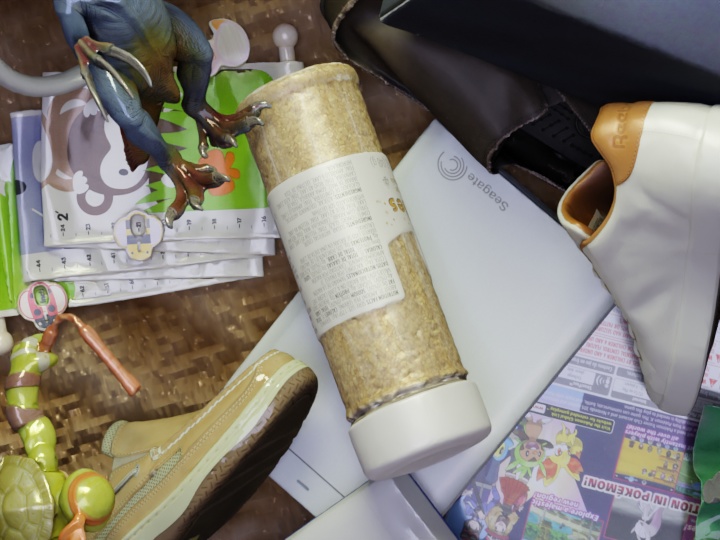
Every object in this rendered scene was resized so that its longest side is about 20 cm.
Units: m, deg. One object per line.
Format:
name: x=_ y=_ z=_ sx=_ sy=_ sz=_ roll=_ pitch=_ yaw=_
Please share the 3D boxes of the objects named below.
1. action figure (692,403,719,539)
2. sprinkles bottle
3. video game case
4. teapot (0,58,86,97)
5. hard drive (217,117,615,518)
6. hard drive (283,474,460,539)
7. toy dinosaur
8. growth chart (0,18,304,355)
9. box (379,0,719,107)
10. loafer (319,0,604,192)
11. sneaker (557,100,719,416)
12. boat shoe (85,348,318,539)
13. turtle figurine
action figure: x=0.270 y=0.129 z=1.144 sx=0.198 sy=0.055 sz=0.119 roll=0 pitch=96 yaw=-14
sprinkles bottle: x=0.000 y=0.000 z=1.109 sx=0.068 sy=0.068 sz=0.201 roll=-22 pitch=79 yaw=5
video game case: x=0.157 y=0.085 z=1.174 sx=0.198 sy=0.023 sz=0.184 roll=14 pitch=96 yaw=0
teapot: x=-0.148 y=-0.220 z=1.095 sx=0.145 sy=0.200 sz=0.199 roll=9 pitch=54 yaw=-32
hard drive: x=0.028 y=0.041 z=1.158 sx=0.132 sy=0.027 sz=0.200 roll=40 pitch=100 yaw=8
hard drive: x=-0.018 y=0.206 z=1.165 sx=0.199 sy=0.025 sz=0.132 roll=-37 pitch=93 yaw=22
toy dinosaur: x=-0.123 y=-0.110 z=1.033 sx=0.182 sy=0.199 sz=0.105 roll=51 pitch=56 yaw=-22
growth chart: x=-0.116 y=-0.048 z=1.176 sx=0.198 sy=0.018 sz=0.146 roll=-14 pitch=94 yaw=3
box: x=0.139 y=-0.184 z=1.053 sx=0.197 sy=0.123 sz=0.202 roll=19 pitch=80 yaw=-13
loafer: x=0.070 y=-0.091 z=1.114 sx=0.199 sy=0.072 sz=0.073 roll=25 pitch=135 yaw=-8
sneaker: x=0.139 y=-0.010 z=1.086 sx=0.084 sy=0.073 sz=0.201 roll=11 pitch=138 yaw=14
boat shoe: x=-0.103 y=0.105 z=1.151 sx=0.076 sy=0.072 sz=0.200 roll=47 pitch=112 yaw=17
turtle figurine: x=-0.174 y=0.131 z=1.131 sx=0.160 sy=0.064 sz=0.202 roll=-13 pitch=90 yaw=39
